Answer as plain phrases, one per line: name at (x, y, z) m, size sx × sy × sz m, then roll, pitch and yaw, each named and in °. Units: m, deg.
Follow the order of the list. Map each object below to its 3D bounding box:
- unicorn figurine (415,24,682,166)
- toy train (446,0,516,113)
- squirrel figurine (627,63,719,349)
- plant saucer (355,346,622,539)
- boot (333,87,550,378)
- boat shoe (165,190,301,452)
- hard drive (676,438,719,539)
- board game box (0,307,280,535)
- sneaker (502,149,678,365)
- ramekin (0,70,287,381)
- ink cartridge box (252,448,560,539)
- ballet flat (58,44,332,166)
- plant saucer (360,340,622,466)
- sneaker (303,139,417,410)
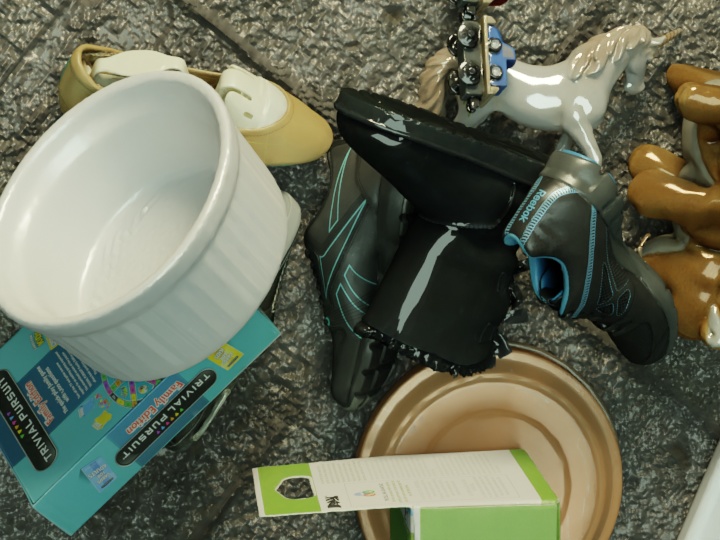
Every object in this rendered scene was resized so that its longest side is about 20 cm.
unicorn figurine at (0.135, -0.117, 1.541) m, size 0.198 × 0.074 × 0.139 m, roll 8°, pitch 100°, yaw -10°
toy train at (0.085, -0.208, 1.516) m, size 0.045 × 0.034 × 0.202 m, roll 4°, pitch 75°, yaw -15°
squirrel figurine at (0.284, -0.035, 1.539) m, size 0.198 × 0.142 × 0.188 m, roll 11°, pitch 102°, yaw -5°
plant saucer at (0.094, 0.156, 1.563) m, size 0.198 × 0.032 × 0.202 m, roll -1°, pitch 97°, yaw -7°
boot at (0.042, -0.023, 1.472) m, size 0.197 × 0.073 × 0.164 m, roll 18°, pitch 103°, yaw -32°
boat shoe at (-0.098, 0.036, 1.544) m, size 0.064 × 0.071 × 0.201 m, roll 38°, pitch 83°, yaw -41°
hard drive at (0.316, 0.189, 1.622) m, size 0.131 × 0.027 × 0.202 m, roll 22°, pitch 95°, yaw -8°
board game box at (-0.169, 0.063, 1.492) m, size 0.200 × 0.151 × 0.047 m, roll -44°, pitch 133°, yaw 1°
sneaker at (0.155, 0.007, 1.486) m, size 0.082 × 0.073 × 0.200 m, roll -48°, pitch 131°, yaw -16°
ramekin at (-0.145, -0.024, 1.434) m, size 0.200 × 0.201 × 0.098 m, roll -43°, pitch 132°, yaw 0°
ink cartridge box at (0.028, 0.178, 1.469) m, size 0.198 × 0.148 × 0.077 m, roll -3°, pitch 99°, yaw -4°
ballet flat at (-0.114, -0.118, 1.510) m, size 0.198 × 0.069 × 0.063 m, roll 7°, pitch 139°, yaw -6°
plant saucer at (0.095, 0.150, 1.592) m, size 0.198 × 0.029 × 0.202 m, roll -1°, pitch 97°, yaw -7°
sneaker at (0.000, 0.000, 1.553) m, size 0.079 × 0.075 × 0.202 m, roll 15°, pitch 102°, yaw 21°
